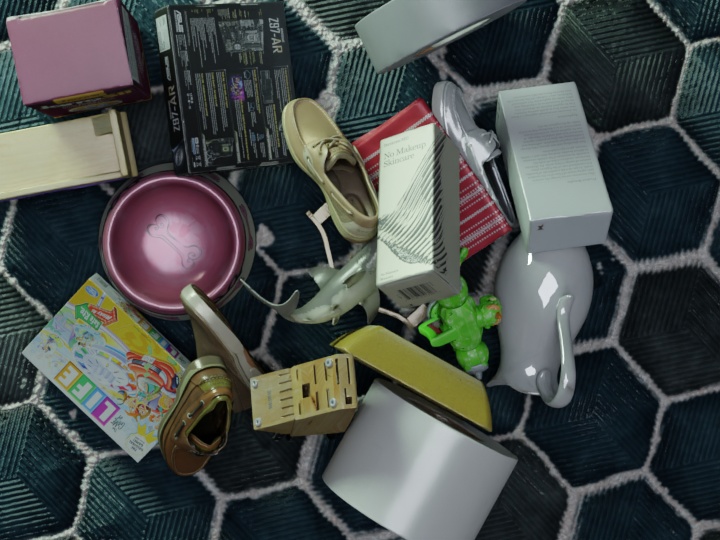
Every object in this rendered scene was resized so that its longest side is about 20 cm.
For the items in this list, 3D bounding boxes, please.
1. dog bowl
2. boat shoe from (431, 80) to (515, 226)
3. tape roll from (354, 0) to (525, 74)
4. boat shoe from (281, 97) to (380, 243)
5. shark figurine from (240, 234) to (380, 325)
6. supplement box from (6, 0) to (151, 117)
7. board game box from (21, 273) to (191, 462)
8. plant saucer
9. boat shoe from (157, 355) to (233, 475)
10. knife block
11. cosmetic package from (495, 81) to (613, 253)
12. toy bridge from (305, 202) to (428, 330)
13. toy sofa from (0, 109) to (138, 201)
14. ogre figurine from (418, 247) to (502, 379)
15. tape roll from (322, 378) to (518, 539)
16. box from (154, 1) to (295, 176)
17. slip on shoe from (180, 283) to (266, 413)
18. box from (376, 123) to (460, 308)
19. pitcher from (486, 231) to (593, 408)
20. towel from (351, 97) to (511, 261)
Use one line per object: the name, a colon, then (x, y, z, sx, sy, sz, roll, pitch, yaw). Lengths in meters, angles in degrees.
dog bowl: (-0.228, -0.035, 1.633, 0.199, 0.074, 0.202, 0, 93, -3)
boat shoe: (0.143, -0.141, 1.639, 0.068, 0.072, 0.201, -12, 94, 28)
tape roll: (0.096, -0.306, 1.576, 0.199, 0.200, 0.066, -27, 94, -2)
boat shoe: (-0.028, -0.132, 1.586, 0.071, 0.065, 0.201, -25, 74, -22)
shark figurine: (-0.049, 0.021, 1.610, 0.214, 0.129, 0.089, -27, 50, -33)
supplement box: (-0.324, -0.246, 1.555, 0.130, 0.200, 0.104, -10, 93, -2)
board game box: (-0.301, 0.121, 1.641, 0.200, 0.034, 0.134, 43, 103, -4)
plant saucer: (0.066, 0.120, 1.595, 0.199, 0.200, 0.049, 30, 86, -4)
boat shoe: (-0.198, 0.194, 1.594, 0.072, 0.201, 0.068, -9, 49, -24)
knife block: (-0.039, 0.159, 1.581, 0.199, 0.175, 0.064, -18, 70, 35)
cosmetic package: (0.232, -0.127, 1.607, 0.101, 0.071, 0.201, -7, 57, -2)
toy bridge: (0.000, 0.000, 1.670, 0.067, 0.027, 0.200, -43, 94, 1)
toy sofa: (-0.376, -0.135, 1.607, 0.199, 0.098, 0.083, -11, 92, -3)
ogre figurine: (0.115, 0.050, 1.601, 0.097, 0.120, 0.201, -3, 116, -8)
tape roll: (0.071, 0.238, 1.598, 0.202, 0.203, 0.140, 30, 90, -4)
box: (-0.159, -0.222, 1.608, 0.159, 0.043, 0.201, -10, 94, -32)
slip on shoe: (-0.172, 0.099, 1.606, 0.060, 0.076, 0.200, -35, 134, -4)
box: (0.068, -0.064, 1.537, 0.082, 0.068, 0.201, -17, 57, 28)
pitcher: (0.229, 0.061, 1.615, 0.121, 0.171, 0.201, 9, 93, -22)
towel: (0.078, -0.099, 1.641, 0.144, 0.022, 0.200, -33, 94, 31)
